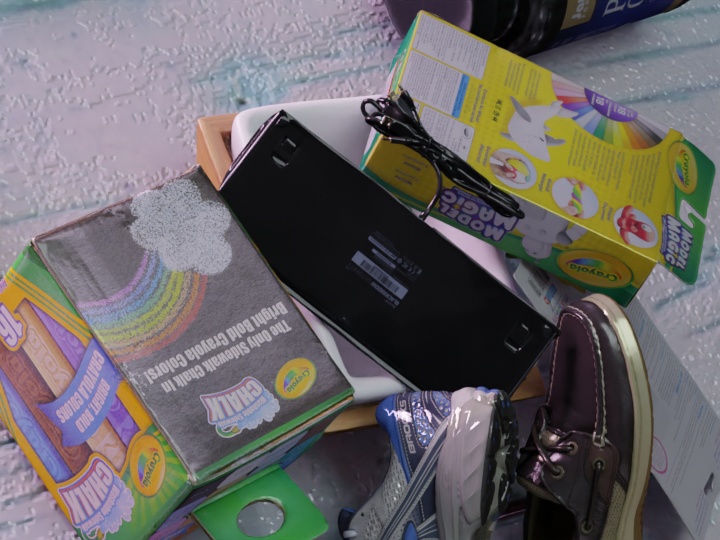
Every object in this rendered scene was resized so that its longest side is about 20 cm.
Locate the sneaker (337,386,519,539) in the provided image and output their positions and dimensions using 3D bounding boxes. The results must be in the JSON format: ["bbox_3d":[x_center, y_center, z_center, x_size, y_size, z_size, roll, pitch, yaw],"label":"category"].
[{"bbox_3d":[0.030,0.159,1.619,0.085,0.077,0.201,8,89,20],"label":"sneaker"}]

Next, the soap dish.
[{"bbox_3d":[0.000,0.000,1.708,0.157,0.081,0.201,-8,67,-32],"label":"soap dish"}]

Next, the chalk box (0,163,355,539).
[{"bbox_3d":[-0.098,0.071,1.586,0.124,0.124,0.200,-26,78,-38],"label":"chalk box"}]

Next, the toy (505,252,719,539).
[{"bbox_3d":[0.144,0.061,1.757,0.200,0.047,0.115,58,30,-17],"label":"toy"}]

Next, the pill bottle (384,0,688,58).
[{"bbox_3d":[0.114,-0.194,1.870,0.200,0.112,0.112,-21,73,-36],"label":"pill bottle"}]

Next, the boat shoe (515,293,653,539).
[{"bbox_3d":[0.119,0.114,1.662,0.065,0.073,0.201,-8,104,-24],"label":"boat shoe"}]

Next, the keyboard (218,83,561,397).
[{"bbox_3d":[0.024,-0.017,1.634,0.200,0.021,0.127,39,86,-8],"label":"keyboard"}]

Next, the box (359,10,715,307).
[{"bbox_3d":[0.105,-0.059,1.709,0.199,0.048,0.118,24,44,-6],"label":"box"}]
